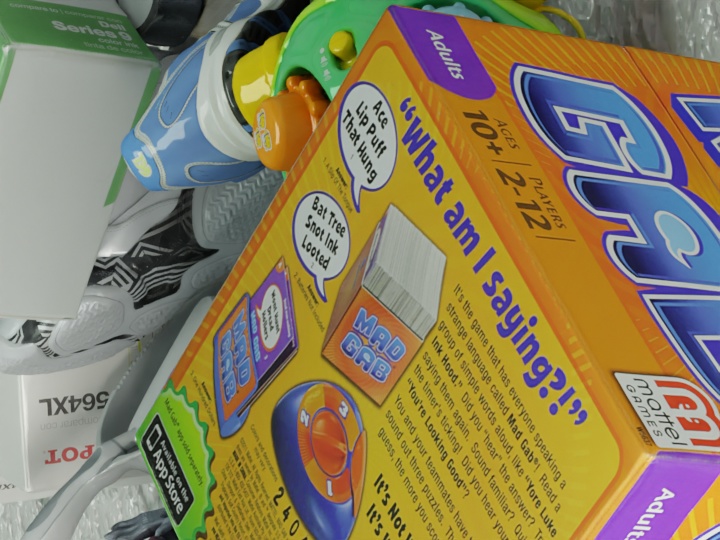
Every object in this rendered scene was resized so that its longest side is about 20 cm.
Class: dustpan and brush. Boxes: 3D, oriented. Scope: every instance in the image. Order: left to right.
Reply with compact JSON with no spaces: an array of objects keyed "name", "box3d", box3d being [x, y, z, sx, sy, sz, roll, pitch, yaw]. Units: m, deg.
[{"name":"dustpan and brush","box3d":[-0.102,0.077,1.456,0.201,0.057,0.139,-59,25,-10]}]

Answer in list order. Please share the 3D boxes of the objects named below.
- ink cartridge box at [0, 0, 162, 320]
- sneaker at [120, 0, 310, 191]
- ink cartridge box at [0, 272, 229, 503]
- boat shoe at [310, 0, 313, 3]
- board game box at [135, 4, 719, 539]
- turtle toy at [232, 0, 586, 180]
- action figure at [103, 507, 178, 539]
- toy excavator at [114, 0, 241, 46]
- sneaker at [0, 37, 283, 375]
[{"name":"ink cartridge box","box3d":[-0.185,-0.091,1.422,0.200,0.087,0.146,51,129,46]},{"name":"sneaker","box3d":[-0.047,-0.087,1.307,0.077,0.200,0.076,-27,95,22]},{"name":"ink cartridge box","box3d":[-0.145,0.028,1.588,0.125,0.128,0.202,-162,67,-63]},{"name":"boat shoe","box3d":[0.019,-0.129,1.266,0.075,0.073,0.201,-53,38,34]},{"name":"board game box","box3d":[0.079,0.064,0.981,0.200,0.199,0.201,-58,42,32]},{"name":"turtle toy","box3d":[0.038,-0.032,1.142,0.145,0.101,0.201,-27,107,25]},{"name":"action figure","box3d":[-0.044,0.200,1.464,0.134,0.148,0.201,1,118,61]},{"name":"toy excavator","box3d":[-0.064,-0.225,1.421,0.195,0.099,0.201,52,127,48]},{"name":"sneaker","box3d":[-0.120,-0.037,1.476,0.199,0.075,0.115,-36,69,17]}]
